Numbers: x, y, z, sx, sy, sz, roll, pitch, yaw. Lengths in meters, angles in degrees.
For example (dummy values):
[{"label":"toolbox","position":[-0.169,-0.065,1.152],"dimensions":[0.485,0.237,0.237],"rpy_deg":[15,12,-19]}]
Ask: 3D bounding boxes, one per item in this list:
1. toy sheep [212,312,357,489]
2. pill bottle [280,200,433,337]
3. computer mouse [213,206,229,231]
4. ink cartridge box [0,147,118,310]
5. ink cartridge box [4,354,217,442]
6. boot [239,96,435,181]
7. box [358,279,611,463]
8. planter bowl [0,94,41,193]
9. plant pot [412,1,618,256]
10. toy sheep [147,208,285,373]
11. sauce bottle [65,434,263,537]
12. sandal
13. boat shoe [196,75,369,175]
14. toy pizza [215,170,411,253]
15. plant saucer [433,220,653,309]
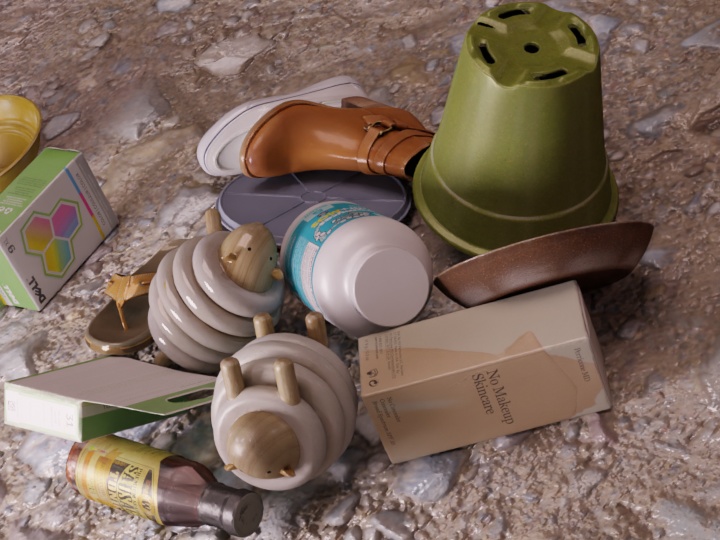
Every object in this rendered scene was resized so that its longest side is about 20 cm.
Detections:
[{"label":"toy sheep","position":[-0.064,0.113,1.524],"dimensions":[0.138,0.138,0.200],"rpy_deg":[-4,22,23]},{"label":"pill bottle","position":[0.000,0.000,1.621],"dimensions":[0.111,0.111,0.200],"rpy_deg":[-31,16,-10]},{"label":"computer mouse","position":[-0.090,-0.039,1.826],"dimensions":[0.200,0.034,0.059],"rpy_deg":[23,56,43]},{"label":"ink cartridge box","position":[-0.355,-0.029,1.892],"dimensions":[0.059,0.104,0.200],"rpy_deg":[11,49,37]},{"label":"ink cartridge box","position":[-0.206,0.123,1.622],"dimensions":[0.200,0.048,0.146],"rpy_deg":[10,13,35]},{"label":"boot","position":[-0.008,-0.118,1.814],"dimensions":[0.200,0.077,0.155],"rpy_deg":[-14,32,-39]},{"label":"box","position":[0.106,0.088,1.526],"dimensions":[0.200,0.095,0.078],"rpy_deg":[-16,39,11]},{"label":"planter bowl","position":[-0.445,-0.111,2.053],"dimensions":[0.200,0.083,0.200],"rpy_deg":[-15,39,12]},{"label":"plant pot","position":[0.151,-0.142,1.651],"dimensions":[0.200,0.190,0.200],"rpy_deg":[0,47,0]},{"label":"toy sheep","position":[-0.141,0.028,1.691],"dimensions":[0.200,0.138,0.138],"rpy_deg":[-53,20,36]},{"label":"sauce bottle","position":[-0.173,0.191,1.567],"dimensions":[0.200,0.066,0.066],"rpy_deg":[10,48,38]},{"label":"sandal","position":[-0.221,0.017,1.791],"dimensions":[0.080,0.054,0.200],"rpy_deg":[2,35,26]},{"label":"boat shoe","position":[-0.080,-0.154,1.924],"dimensions":[0.200,0.074,0.067],"rpy_deg":[-28,36,-7]},{"label":"toy pizza","position":[-0.048,-0.062,1.807],"dimensions":[0.200,0.032,0.200],"rpy_deg":[-1,28,1]},{"label":"plant saucer","position":[0.165,0.002,1.562],"dimensions":[0.200,0.200,0.037],"rpy_deg":[-16,80,9]}]
